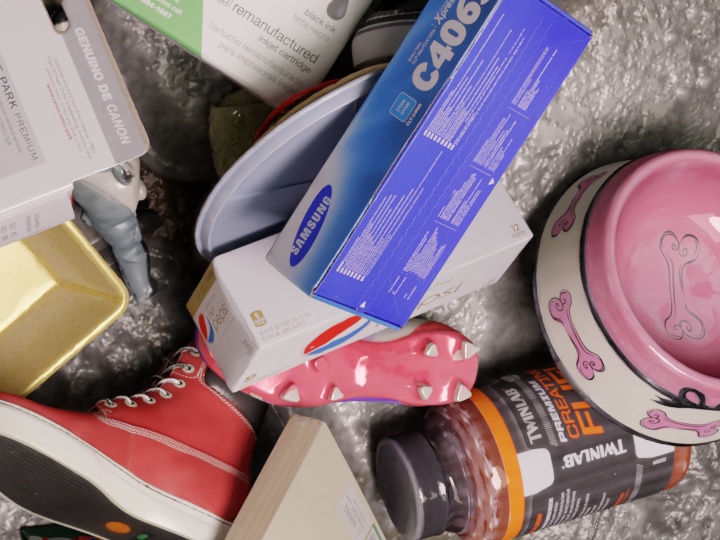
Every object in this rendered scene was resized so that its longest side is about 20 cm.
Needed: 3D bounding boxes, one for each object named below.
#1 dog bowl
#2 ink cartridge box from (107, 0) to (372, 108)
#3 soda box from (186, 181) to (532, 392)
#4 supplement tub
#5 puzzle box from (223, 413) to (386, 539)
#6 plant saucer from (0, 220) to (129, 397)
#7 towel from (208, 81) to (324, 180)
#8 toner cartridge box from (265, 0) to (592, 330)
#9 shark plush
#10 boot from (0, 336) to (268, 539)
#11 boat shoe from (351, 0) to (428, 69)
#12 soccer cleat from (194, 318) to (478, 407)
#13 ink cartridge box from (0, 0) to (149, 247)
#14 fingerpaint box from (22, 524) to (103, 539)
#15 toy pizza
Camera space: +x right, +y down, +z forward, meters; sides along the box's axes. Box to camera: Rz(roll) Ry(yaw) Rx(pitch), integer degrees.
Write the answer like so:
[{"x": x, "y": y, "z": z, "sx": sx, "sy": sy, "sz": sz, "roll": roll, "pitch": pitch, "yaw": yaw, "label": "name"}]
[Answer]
[{"x": 0.215, "y": 0.009, "z": 1.351, "sx": 0.200, "sy": 0.074, "sz": 0.201, "roll": 8, "pitch": 68, "yaw": -21, "label": "dog bowl"}, {"x": -0.047, "y": -0.211, "z": 1.188, "sx": 0.146, "sy": 0.083, "sz": 0.200, "roll": 31, "pitch": 91, "yaw": -14, "label": "ink cartridge box"}, {"x": 0.000, "y": 0.000, "z": 1.238, "sx": 0.200, "sy": 0.068, "sz": 0.064, "roll": -23, "pitch": 73, "yaw": -28, "label": "soda box"}, {"x": 0.114, "y": 0.120, "z": 1.379, "sx": 0.199, "sy": 0.107, "sz": 0.107, "roll": -15, "pitch": 113, "yaw": -21, "label": "supplement tub"}, {"x": -0.033, "y": 0.198, "z": 1.296, "sx": 0.133, "sy": 0.025, "sz": 0.200, "roll": -62, "pitch": 149, "yaw": -28, "label": "puzzle box"}, {"x": -0.268, "y": 0.006, "z": 1.194, "sx": 0.200, "sy": 0.048, "sz": 0.200, "roll": -41, "pitch": 119, "yaw": -7, "label": "plant saucer"}, {"x": -0.001, "y": -0.053, "z": 1.307, "sx": 0.199, "sy": 0.036, "sz": 0.149, "roll": -9, "pitch": 111, "yaw": -23, "label": "towel"}, {"x": 0.038, "y": -0.069, "z": 1.128, "sx": 0.095, "sy": 0.043, "sz": 0.200, "roll": 23, "pitch": 102, "yaw": -54, "label": "toner cartridge box"}, {"x": -0.175, "y": -0.068, "z": 1.223, "sx": 0.083, "sy": 0.091, "sz": 0.200, "roll": -24, "pitch": 134, "yaw": 10, "label": "shark plush"}, {"x": -0.144, "y": 0.084, "z": 1.247, "sx": 0.200, "sy": 0.072, "sz": 0.145, "roll": 30, "pitch": 54, "yaw": -31, "label": "boot"}, {"x": 0.043, "y": -0.158, "z": 1.226, "sx": 0.200, "sy": 0.070, "sz": 0.066, "roll": -21, "pitch": 103, "yaw": -65, "label": "boat shoe"}, {"x": -0.019, "y": 0.052, "z": 1.309, "sx": 0.199, "sy": 0.076, "sz": 0.067, "roll": 6, "pitch": 94, "yaw": -27, "label": "soccer cleat"}, {"x": -0.227, "y": -0.109, "z": 1.094, "sx": 0.175, "sy": 0.084, "sz": 0.201, "roll": -22, "pitch": 83, "yaw": -11, "label": "ink cartridge box"}, {"x": -0.130, "y": 0.261, "z": 1.328, "sx": 0.166, "sy": 0.073, "sz": 0.201, "roll": -4, "pitch": 108, "yaw": -25, "label": "fingerpaint box"}, {"x": -0.012, "y": -0.068, "z": 1.202, "sx": 0.200, "sy": 0.032, "sz": 0.200, "roll": -28, "pitch": 161, "yaw": -11, "label": "toy pizza"}]
